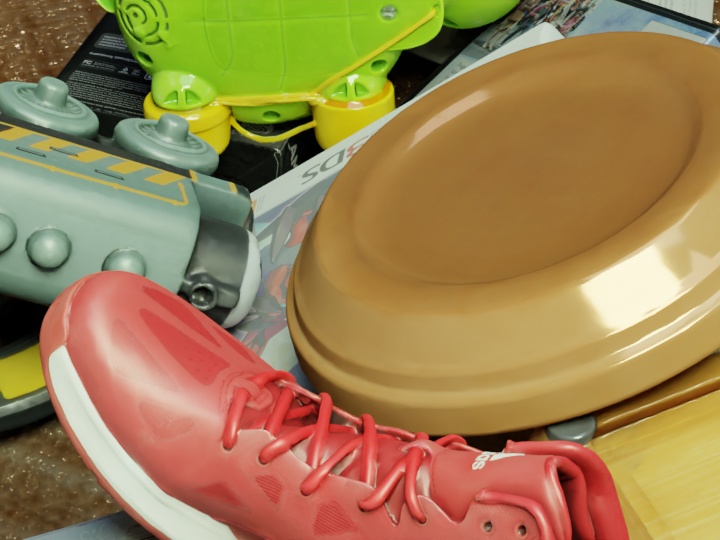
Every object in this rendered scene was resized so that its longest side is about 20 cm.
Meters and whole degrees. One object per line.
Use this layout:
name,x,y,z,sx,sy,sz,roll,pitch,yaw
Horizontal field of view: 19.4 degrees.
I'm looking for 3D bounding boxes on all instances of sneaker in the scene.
sneaker,0.005,0.054,0.626,0.200,0.116,0.078,42,40,-8

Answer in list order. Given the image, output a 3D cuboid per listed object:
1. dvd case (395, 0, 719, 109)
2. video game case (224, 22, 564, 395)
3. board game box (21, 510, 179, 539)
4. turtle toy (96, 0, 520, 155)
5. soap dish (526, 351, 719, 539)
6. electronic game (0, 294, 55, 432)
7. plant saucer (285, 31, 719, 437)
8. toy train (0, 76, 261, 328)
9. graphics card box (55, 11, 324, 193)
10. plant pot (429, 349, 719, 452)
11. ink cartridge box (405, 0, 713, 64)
dvd case,0.051,-0.048,0.914,0.200,0.018,0.143,-45,32,-8
video game case,0.000,0.000,0.839,0.182,0.023,0.200,-29,29,28
board game box,-0.148,0.167,0.654,0.199,0.041,0.200,-19,27,38
turtle toy,-0.020,-0.131,0.937,0.200,0.146,0.101,-2,33,2
soap dish,0.159,0.084,0.664,0.200,0.081,0.157,-21,44,-9
electronic game,-0.184,-0.002,0.925,0.200,0.042,0.200,2,44,-2
plant saucer,0.062,-0.023,0.730,0.200,0.037,0.200,-19,32,13
toy train,-0.133,-0.028,0.840,0.200,0.085,0.114,17,19,-19
graphics card box,-0.062,-0.111,1.054,0.125,0.051,0.200,13,41,12
plant pot,0.118,0.039,0.807,0.200,0.187,0.186,-31,49,-16
ink cartridge box,0.073,-0.154,1.050,0.200,0.067,0.116,20,44,-6
